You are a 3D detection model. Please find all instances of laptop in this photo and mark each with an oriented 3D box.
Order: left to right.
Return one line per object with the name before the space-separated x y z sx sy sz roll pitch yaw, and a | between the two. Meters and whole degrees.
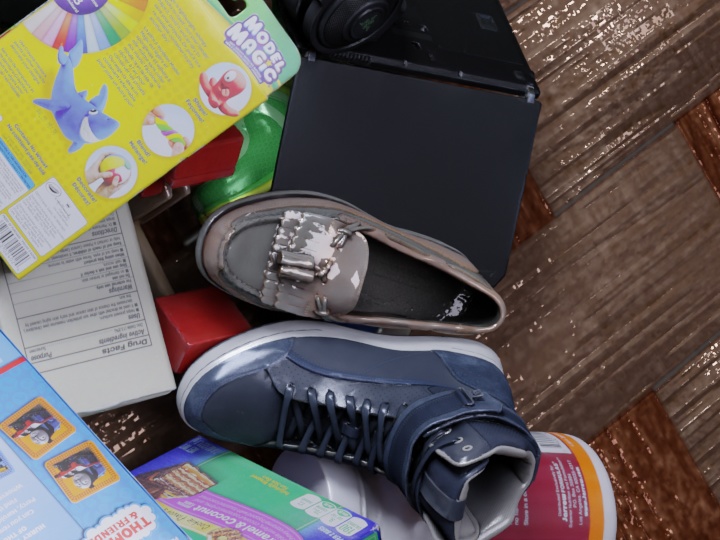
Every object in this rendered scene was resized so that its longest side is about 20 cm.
laptop | 0.009 -0.106 1.795 0.177 0.103 0.200 9 43 -32

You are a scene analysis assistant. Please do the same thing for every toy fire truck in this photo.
toy fire truck | -0.124 -0.053 1.730 0.049 0.141 0.200 -12 48 -35

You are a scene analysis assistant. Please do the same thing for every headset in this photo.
headset | -0.022 -0.188 1.673 0.123 0.094 0.200 45 16 -2

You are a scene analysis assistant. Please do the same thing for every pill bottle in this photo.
pill bottle | 0.047 0.152 1.790 0.199 0.113 0.113 4 78 -30

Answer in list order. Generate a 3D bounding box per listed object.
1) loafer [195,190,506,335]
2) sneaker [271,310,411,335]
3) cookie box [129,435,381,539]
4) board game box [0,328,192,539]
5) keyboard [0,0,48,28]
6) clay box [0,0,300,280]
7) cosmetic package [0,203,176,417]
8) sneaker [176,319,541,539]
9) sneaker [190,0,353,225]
loafer | 0.000 0.000 1.706 0.199 0.063 0.072 11 100 -38
sneaker | 0.006 -0.043 1.822 0.111 0.077 0.200 40 69 -30
cookie box | -0.112 0.186 1.643 0.200 0.171 0.075 -27 122 -33
board game box | -0.204 0.128 1.564 0.151 0.037 0.200 -32 61 -26
keyboard | -0.171 -0.184 1.647 0.199 0.104 0.040 13 30 -27
clay box | -0.142 -0.100 1.624 0.200 0.048 0.115 -36 99 -1
cosmetic package | -0.188 -0.011 1.700 0.105 0.071 0.201 -12 87 -31
sneaker | 0.004 0.096 1.676 0.201 0.146 0.077 -1 122 -15
sneaker | -0.064 -0.107 1.798 0.084 0.074 0.200 39 53 -18
